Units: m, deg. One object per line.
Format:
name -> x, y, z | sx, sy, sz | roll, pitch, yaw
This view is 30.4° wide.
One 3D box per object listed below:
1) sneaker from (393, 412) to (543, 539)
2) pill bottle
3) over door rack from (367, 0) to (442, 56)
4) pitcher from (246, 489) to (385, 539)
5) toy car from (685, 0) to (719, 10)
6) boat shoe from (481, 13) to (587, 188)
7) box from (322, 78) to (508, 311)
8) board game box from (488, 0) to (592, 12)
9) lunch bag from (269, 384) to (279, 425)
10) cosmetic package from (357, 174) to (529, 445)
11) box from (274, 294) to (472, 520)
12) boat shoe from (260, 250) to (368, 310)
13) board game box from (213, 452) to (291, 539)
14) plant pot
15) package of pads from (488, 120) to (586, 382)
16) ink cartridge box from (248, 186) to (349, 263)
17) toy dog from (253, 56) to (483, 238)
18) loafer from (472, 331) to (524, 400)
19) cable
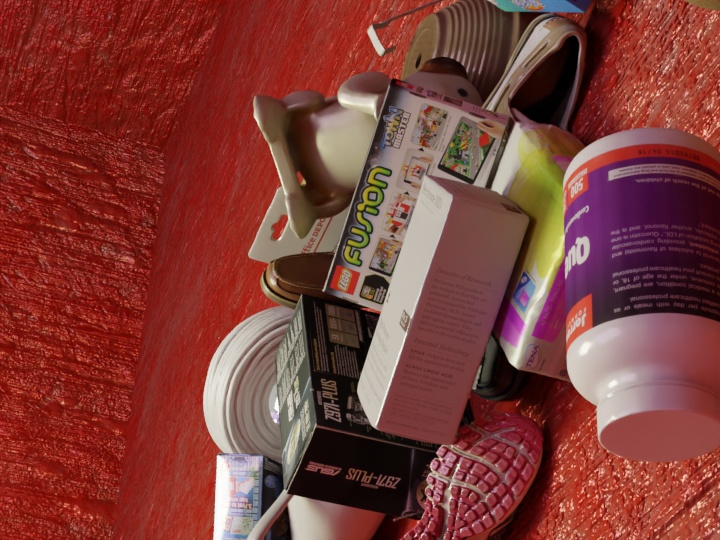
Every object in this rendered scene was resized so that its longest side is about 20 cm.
sneaker -> 0.089, 0.201, 1.108 | 0.081, 0.075, 0.200 | 42, 111, 27
pill bottle -> 0.187, 0.015, 0.850 | 0.112, 0.112, 0.201 | 127, 152, -54
over door rack -> 0.092, -0.330, 1.388 | 0.200, 0.067, 0.148 | -40, -7, -33
pitcher -> -0.040, 0.228, 1.345 | 0.121, 0.171, 0.201 | 9, 86, 41
toy car -> 0.225, -0.209, 0.756 | 0.164, 0.199, 0.158 | -110, 37, -62
boat shoe -> 0.145, -0.132, 1.188 | 0.068, 0.075, 0.201 | -111, 38, -72
box -> 0.048, -0.058, 1.175 | 0.035, 0.110, 0.201 | -67, -4, -71
board game box -> 0.186, -0.310, 1.198 | 0.152, 0.045, 0.200 | -61, 18, 4
lunch bag -> -0.093, 0.188, 1.633 | 0.200, 0.127, 0.170 | -1, 77, 65
cosmetic package -> 0.064, 0.030, 1.083 | 0.102, 0.074, 0.201 | -126, 51, -73
box -> 0.011, 0.130, 1.257 | 0.200, 0.163, 0.086 | -101, 30, -55
boat shoe -> 0.000, 0.000, 1.336 | 0.068, 0.199, 0.072 | 115, 148, -43
board game box -> -0.092, 0.317, 1.409 | 0.062, 0.200, 0.201 | -2, 67, 29
plant pot -> 0.101, -0.205, 1.368 | 0.201, 0.092, 0.202 | -165, 90, -73
package of pads -> 0.151, -0.025, 1.086 | 0.200, 0.068, 0.155 | -113, 39, -64
ink cartridge box -> -0.008, -0.047, 1.406 | 0.067, 0.199, 0.116 | -91, 22, -44
toy dog -> 0.025, -0.124, 1.273 | 0.194, 0.199, 0.140 | -17, -88, -78
loafer -> 0.091, 0.069, 1.218 | 0.200, 0.063, 0.072 | -140, 65, -72
cable -> -0.074, 0.138, 1.478 | 0.069, 0.200, 0.201 | 30, 100, 60
